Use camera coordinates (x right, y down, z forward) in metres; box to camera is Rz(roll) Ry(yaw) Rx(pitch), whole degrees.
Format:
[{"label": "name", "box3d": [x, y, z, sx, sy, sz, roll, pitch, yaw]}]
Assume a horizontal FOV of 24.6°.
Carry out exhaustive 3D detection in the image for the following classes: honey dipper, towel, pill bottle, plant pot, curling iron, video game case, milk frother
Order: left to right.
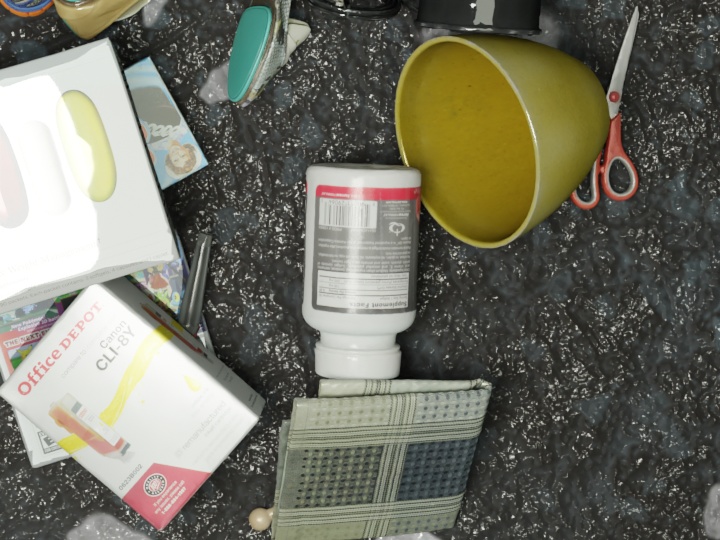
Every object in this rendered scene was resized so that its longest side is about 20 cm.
[{"label": "video game case", "box3d": [-0.246, 0.074, 1.587, 0.200, 0.023, 0.182, -17, 100, -5]}, {"label": "curling iron", "box3d": [-0.156, 0.062, 1.573, 0.050, 0.026, 0.200, 4, 98, -2]}, {"label": "honey dipper", "box3d": [-0.017, 0.209, 1.632, 0.200, 0.038, 0.038, -25, 100, -4]}, {"label": "pill bottle", "box3d": [0.000, 0.000, 1.570, 0.111, 0.111, 0.200, 1, 97, -9]}, {"label": "towel", "box3d": [0.014, 0.182, 1.590, 0.200, 0.035, 0.193, -2, 128, -18]}, {"label": "milk frother", "box3d": [0.063, -0.314, 1.499, 0.200, 0.180, 0.188, 0, 101, -22]}, {"label": "plant pot", "box3d": [0.149, -0.137, 1.552, 0.142, 0.200, 0.200, -21, 101, -33]}]

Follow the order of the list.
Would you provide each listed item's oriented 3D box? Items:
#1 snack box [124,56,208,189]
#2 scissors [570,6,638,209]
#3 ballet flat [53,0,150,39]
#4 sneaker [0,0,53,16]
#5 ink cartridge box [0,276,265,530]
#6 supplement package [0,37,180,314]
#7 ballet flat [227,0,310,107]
[{"label": "snack box", "box3d": [-0.258, -0.103, 1.554, 0.200, 0.037, 0.116, -30, 101, -4]}, {"label": "scissors", "box3d": [0.242, -0.160, 1.636, 0.073, 0.014, 0.200, -1, 99, -7]}, {"label": "ballet flat", "box3d": [-0.195, -0.284, 1.530, 0.200, 0.069, 0.063, -36, 143, -14]}, {"label": "sneaker", "box3d": [-0.264, -0.320, 1.504, 0.075, 0.078, 0.200, 27, 93, -12]}, {"label": "ink cartridge box", "box3d": [-0.210, 0.116, 1.525, 0.200, 0.083, 0.145, 41, 97, -4]}, {"label": "supplement package", "box3d": [-0.280, -0.084, 1.459, 0.191, 0.147, 0.200, -18, 99, -6]}, {"label": "ballet flat", "box3d": [-0.075, -0.250, 1.552, 0.072, 0.072, 0.201, 8, 97, -10]}]
